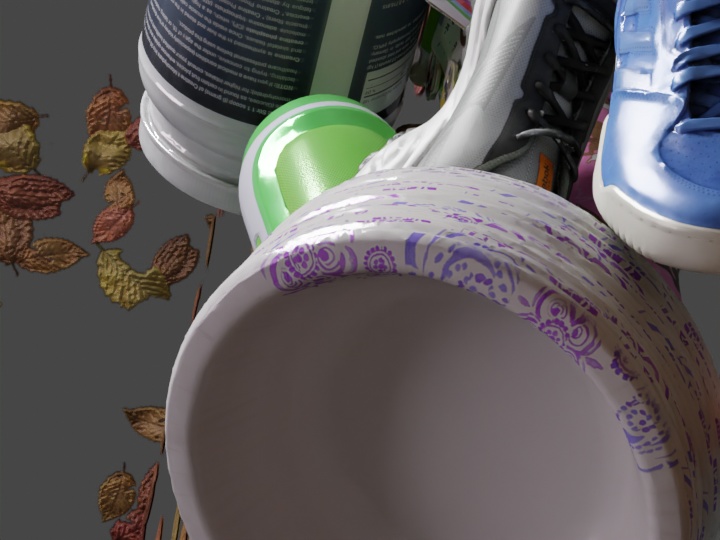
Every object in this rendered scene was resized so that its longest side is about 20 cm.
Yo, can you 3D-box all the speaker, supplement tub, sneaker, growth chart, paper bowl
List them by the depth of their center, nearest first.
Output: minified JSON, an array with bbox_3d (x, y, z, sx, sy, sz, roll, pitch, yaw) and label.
[{"bbox_3d":[0.125,-0.087,1.009,0.200,0.076,0.112,-80,-5,-60],"label":"sneaker"},{"bbox_3d":[0.037,0.058,1.037,0.104,0.200,0.202,-49,-23,-57],"label":"paper bowl"},{"bbox_3d":[0.069,-0.062,1.120,0.201,0.074,0.079,-58,33,-4],"label":"sneaker"},{"bbox_3d":[0.000,0.000,1.264,0.200,0.088,0.089,-112,31,-56],"label":"speaker"},{"bbox_3d":[0.051,-0.108,1.348,0.200,0.018,0.146,-95,16,-59],"label":"growth chart"},{"bbox_3d":[-0.035,-0.142,1.422,0.141,0.139,0.201,-91,13,-55],"label":"supplement tub"}]

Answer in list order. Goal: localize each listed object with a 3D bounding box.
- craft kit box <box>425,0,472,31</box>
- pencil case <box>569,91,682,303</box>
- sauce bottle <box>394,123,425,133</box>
[{"bbox_3d":[0.099,-0.221,1.206,0.200,0.048,0.198,-46,27,25],"label":"craft kit box"},{"bbox_3d":[0.086,0.001,1.168,0.200,0.082,0.087,-94,9,-59],"label":"pencil case"},{"bbox_3d":[0.020,0.027,1.416,0.066,0.066,0.201,120,165,-68],"label":"sauce bottle"}]
